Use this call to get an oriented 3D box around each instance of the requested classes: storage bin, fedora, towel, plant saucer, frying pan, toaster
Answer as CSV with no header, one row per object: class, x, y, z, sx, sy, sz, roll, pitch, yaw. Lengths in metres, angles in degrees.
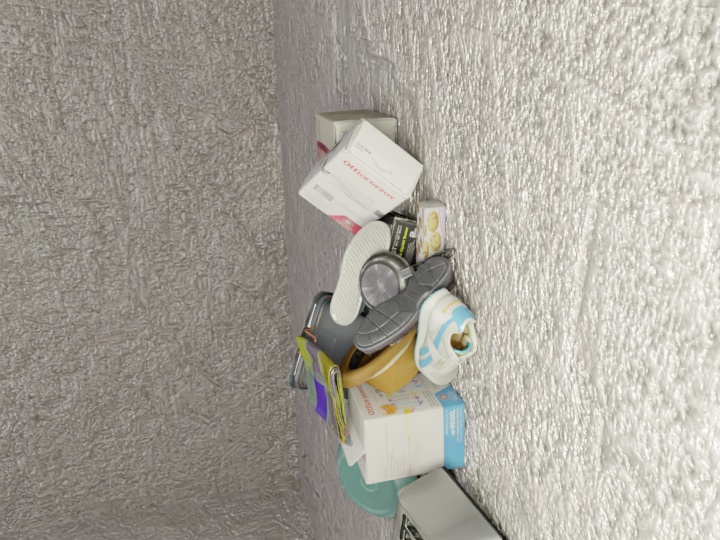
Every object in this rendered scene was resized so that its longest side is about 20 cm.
storage bin,-0.038,0.155,1.328,0.145,0.134,0.201,17,-91,-61
fedora,0.050,0.147,1.156,0.082,0.201,0.201,50,172,-11
towel,-0.068,0.203,1.192,0.200,0.023,0.144,-150,49,-64
plant saucer,0.024,0.418,1.365,0.200,0.036,0.201,15,118,31
frying pan,0.071,0.024,1.141,0.190,0.031,0.115,-2,94,36
toaster,0.134,0.444,1.060,0.200,0.118,0.181,45,140,45

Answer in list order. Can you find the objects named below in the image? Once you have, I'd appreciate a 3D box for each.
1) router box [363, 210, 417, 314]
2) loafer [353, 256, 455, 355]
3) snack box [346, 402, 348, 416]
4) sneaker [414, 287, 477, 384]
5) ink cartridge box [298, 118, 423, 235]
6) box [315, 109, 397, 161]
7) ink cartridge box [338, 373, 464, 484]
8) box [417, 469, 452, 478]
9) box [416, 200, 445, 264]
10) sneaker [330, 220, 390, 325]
router box,0.051,-0.011,1.304,0.150,0.062,0.201,-137,58,-72
loafer,0.078,0.066,1.077,0.072,0.200,0.063,39,169,45
snack box,0.044,0.364,1.440,0.053,0.142,0.201,-124,30,-64
sneaker,0.137,0.123,1.071,0.081,0.076,0.200,41,152,36
ink cartridge box,-0.003,-0.166,1.244,0.200,0.146,0.085,-29,29,58
box,-0.012,-0.269,1.416,0.200,0.127,0.109,-127,33,-67
ink cartridge box,0.064,0.268,1.174,0.129,0.199,0.126,-128,34,-66
box,0.150,0.428,1.249,0.200,0.036,0.143,-111,21,-45
box,0.119,-0.019,1.161,0.039,0.041,0.201,-125,32,-64
sneaker,0.000,0.000,1.240,0.200,0.074,0.082,-64,-5,11
